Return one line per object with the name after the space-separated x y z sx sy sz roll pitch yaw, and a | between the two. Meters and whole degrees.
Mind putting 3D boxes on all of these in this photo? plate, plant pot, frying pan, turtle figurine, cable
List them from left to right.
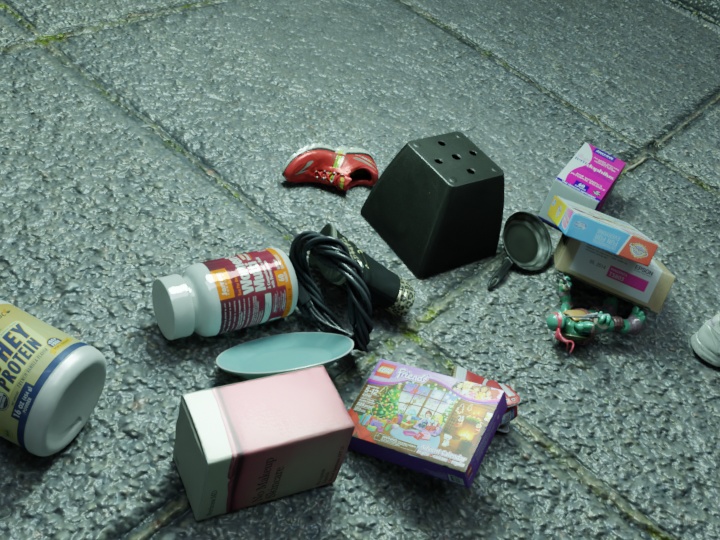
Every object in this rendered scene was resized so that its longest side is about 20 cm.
-0.106 0.125 1.179 0.197 0.026 0.200 -5 10 1 | plate
-0.038 0.035 1.251 0.051 0.163 0.201 -26 75 -40 | cable
0.147 -0.136 1.507 0.198 0.179 0.200 -16 50 -34 | plant pot
0.298 -0.022 1.543 0.114 0.031 0.192 29 65 -17 | frying pan
0.383 0.075 1.417 0.198 0.101 0.150 4 33 -31 | turtle figurine

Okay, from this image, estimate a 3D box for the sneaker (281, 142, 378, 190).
-0.051 -0.190 1.573 0.198 0.077 0.085 -8 52 -27 | sneaker

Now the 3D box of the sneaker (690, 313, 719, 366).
0.689 0.147 1.452 0.198 0.100 0.075 26 39 7 | sneaker

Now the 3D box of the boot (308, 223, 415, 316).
-0.001 0.002 1.386 0.153 0.074 0.204 29 10 -22 | boot

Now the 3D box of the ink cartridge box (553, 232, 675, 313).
0.458 -0.009 1.512 0.198 0.076 0.165 24 13 6 | ink cartridge box

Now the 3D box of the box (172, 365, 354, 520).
-0.125 0.217 1.054 0.198 0.129 0.109 -9 47 -28 | box

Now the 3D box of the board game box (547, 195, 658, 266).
0.418 -0.073 1.454 0.151 0.041 0.200 21 14 0 | board game box

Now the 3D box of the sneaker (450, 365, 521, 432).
0.173 0.225 1.199 0.111 0.072 0.201 16 38 3 | sneaker

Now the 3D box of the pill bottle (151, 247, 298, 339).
-0.202 0.036 1.240 0.198 0.110 0.110 -13 49 -32 | pill bottle

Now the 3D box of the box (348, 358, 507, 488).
0.084 0.203 1.134 0.198 0.039 0.137 11 48 31 | box

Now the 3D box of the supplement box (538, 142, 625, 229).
0.460 -0.167 1.714 0.101 0.104 0.200 30 40 15 | supplement box

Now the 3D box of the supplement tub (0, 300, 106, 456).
-0.436 0.125 1.030 0.198 0.145 0.145 25 41 8 | supplement tub
